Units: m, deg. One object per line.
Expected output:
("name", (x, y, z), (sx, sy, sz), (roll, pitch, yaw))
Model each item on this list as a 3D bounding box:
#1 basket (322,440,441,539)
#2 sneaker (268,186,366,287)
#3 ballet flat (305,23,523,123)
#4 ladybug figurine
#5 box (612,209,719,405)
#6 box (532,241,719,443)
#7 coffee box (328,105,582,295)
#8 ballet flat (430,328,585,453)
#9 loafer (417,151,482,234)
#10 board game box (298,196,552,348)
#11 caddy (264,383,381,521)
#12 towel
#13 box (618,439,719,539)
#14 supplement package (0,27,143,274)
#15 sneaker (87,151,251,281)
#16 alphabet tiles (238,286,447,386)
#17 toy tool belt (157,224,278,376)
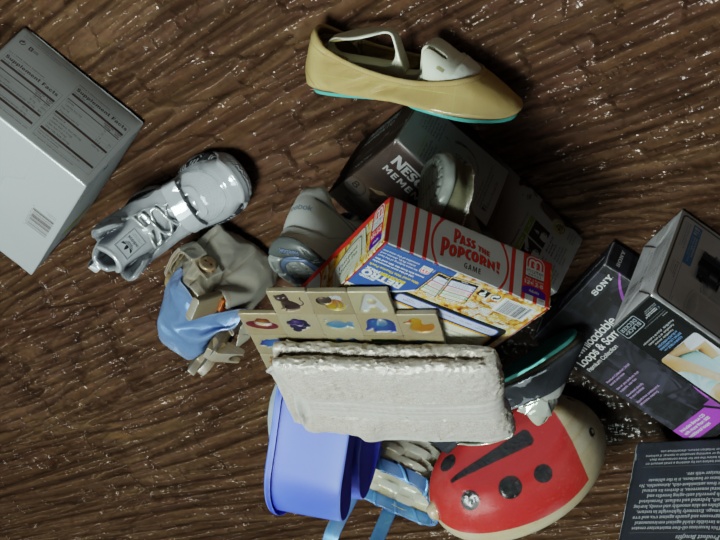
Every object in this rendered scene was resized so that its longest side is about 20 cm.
("basket", (0.021, 0.238, 1.387), (0.138, 0.201, 0.177), (16, 153, 16))
("sneaker", (0.000, 0.000, 1.143), (0.074, 0.088, 0.200), (-4, 146, 33))
("ballet flat", (0.041, -0.169, 1.072), (0.199, 0.069, 0.063), (12, 123, 22))
("ladybug figurine", (0.153, 0.192, 1.280), (0.136, 0.199, 0.072), (55, 175, 32))
("box", (0.322, 0.054, 1.080), (0.199, 0.117, 0.060), (36, 138, -3))
("box", (0.278, 0.073, 1.191), (0.199, 0.036, 0.143), (34, 141, 0))
("coffee box", (0.085, -0.051, 1.151), (0.200, 0.080, 0.113), (43, 140, -13))
("ballet flat", (0.142, 0.123, 1.222), (0.199, 0.073, 0.073), (-30, 113, 27))
("loafer", (0.080, -0.025, 1.073), (0.069, 0.076, 0.200), (4, 147, 0))
("board game box", (0.040, 0.030, 1.053), (0.151, 0.047, 0.200), (22, 145, -19))
("caddy", (-0.041, 0.146, 1.247), (0.104, 0.141, 0.201), (12, 102, 15))
("towel", (0.027, 0.104, 1.084), (0.198, 0.035, 0.133), (0, 147, 14))
("box", (0.342, 0.300, 1.231), (0.123, 0.199, 0.200), (-9, 138, 39))
("supplement package", (-0.347, -0.120, 1.337), (0.155, 0.111, 0.200), (38, 141, -7))
("sneaker", (-0.199, -0.050, 1.305), (0.199, 0.115, 0.075), (-19, 112, 44))
("alphabet tiles", (-0.006, 0.069, 1.075), (0.165, 0.006, 0.200), (0, 147, 14))
("toy tool belt", (-0.174, 0.051, 1.392), (0.124, 0.123, 0.200), (30, 141, 2))
